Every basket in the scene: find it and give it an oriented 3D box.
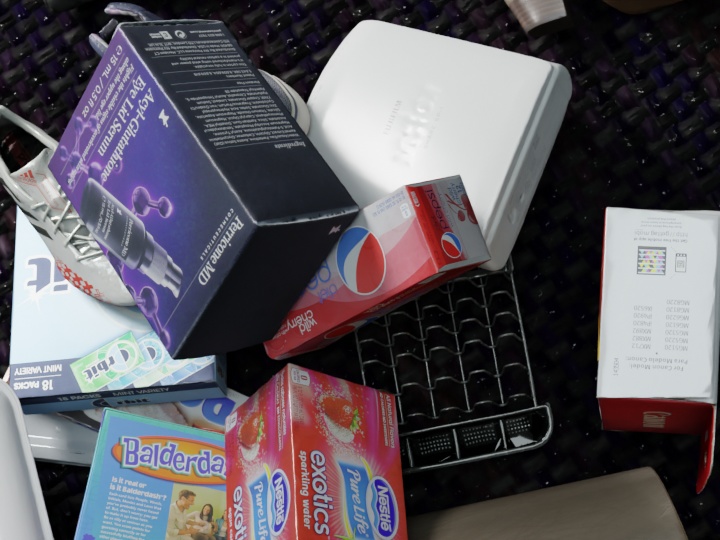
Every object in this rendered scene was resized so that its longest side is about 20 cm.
[{"bbox_3d":[0.138,0.229,1.200,0.198,0.136,0.181,-21,54,-1],"label":"basket"}]

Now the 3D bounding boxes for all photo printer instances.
[{"bbox_3d":[-0.292,0.191,1.249,0.069,0.167,0.201,0,52,-30],"label":"photo printer"},{"bbox_3d":[0.045,-0.104,1.284,0.199,0.069,0.168,18,79,27],"label":"photo printer"}]

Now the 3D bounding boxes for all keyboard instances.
[{"bbox_3d":[-0.191,0.133,1.335,0.198,0.011,0.057,5,75,10],"label":"keyboard"}]

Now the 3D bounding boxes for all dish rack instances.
[{"bbox_3d":[0.061,0.053,1.285,0.152,0.055,0.202,-11,77,6],"label":"dish rack"}]

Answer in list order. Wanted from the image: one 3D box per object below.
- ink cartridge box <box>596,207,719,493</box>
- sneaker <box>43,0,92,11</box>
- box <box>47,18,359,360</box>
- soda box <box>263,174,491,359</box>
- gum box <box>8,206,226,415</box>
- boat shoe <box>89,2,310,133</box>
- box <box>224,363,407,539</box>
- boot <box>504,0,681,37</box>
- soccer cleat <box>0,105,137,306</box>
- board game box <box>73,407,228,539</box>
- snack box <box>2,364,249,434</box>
[{"bbox_3d":[0.213,0.064,1.181,0.083,0.200,0.178,3,78,10],"label":"ink cartridge box"},{"bbox_3d":[-0.173,-0.264,1.375,0.199,0.074,0.089,-33,74,2],"label":"sneaker"},{"bbox_3d":[-0.118,-0.061,1.202,0.201,0.104,0.148,53,129,24],"label":"box"},{"bbox_3d":[0.000,0.000,1.215,0.199,0.063,0.071,-29,79,44],"label":"soda box"},{"bbox_3d":[-0.192,0.007,1.323,0.168,0.045,0.202,-6,67,7],"label":"gum box"},{"bbox_3d":[-0.133,-0.150,1.302,0.199,0.093,0.075,26,87,38],"label":"boat shoe"},{"bbox_3d":[-0.031,0.182,1.172,0.095,0.099,0.202,-40,43,42],"label":"box"},{"bbox_3d":[0.189,-0.277,1.322,0.198,0.070,0.148,-13,75,6],"label":"boot"},{"bbox_3d":[-0.230,-0.050,1.281,0.068,0.085,0.200,-39,67,-7],"label":"soccer cleat"},{"bbox_3d":[-0.136,0.209,1.204,0.151,0.045,0.201,14,51,-7],"label":"board game box"},{"bbox_3d":[-0.188,0.100,1.325,0.198,0.024,0.072,21,75,15],"label":"snack box"}]
